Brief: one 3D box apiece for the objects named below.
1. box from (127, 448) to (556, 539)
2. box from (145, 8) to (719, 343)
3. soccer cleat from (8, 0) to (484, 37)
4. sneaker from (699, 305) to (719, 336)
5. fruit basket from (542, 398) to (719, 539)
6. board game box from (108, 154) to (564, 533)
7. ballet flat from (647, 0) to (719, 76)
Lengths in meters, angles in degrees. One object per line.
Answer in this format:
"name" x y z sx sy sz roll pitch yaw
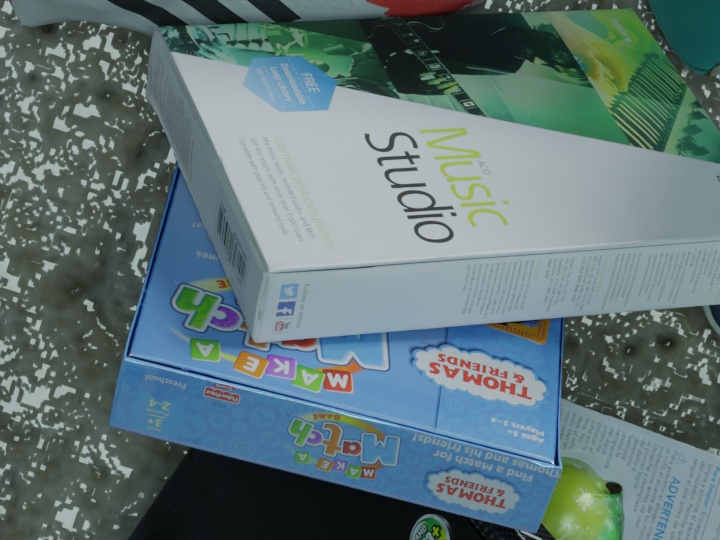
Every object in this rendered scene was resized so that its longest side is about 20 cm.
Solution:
"box" -0.015 0.144 0.898 0.200 0.047 0.193 -55 52 19
"box" 0.036 -0.040 0.894 0.199 0.145 0.036 -4 131 -22
"soccer cleat" -0.040 -0.120 0.947 0.199 0.085 0.069 -3 71 -25
"sneaker" 0.233 0.003 0.958 0.199 0.085 0.076 -3 96 -2
"fruit basket" 0.074 0.143 0.930 0.199 0.094 0.186 18 94 23
"board game box" 0.000 0.000 0.896 0.150 0.200 0.037 15 125 -4
"ballet flat" 0.129 -0.178 0.950 0.071 0.072 0.201 -19 97 -1
